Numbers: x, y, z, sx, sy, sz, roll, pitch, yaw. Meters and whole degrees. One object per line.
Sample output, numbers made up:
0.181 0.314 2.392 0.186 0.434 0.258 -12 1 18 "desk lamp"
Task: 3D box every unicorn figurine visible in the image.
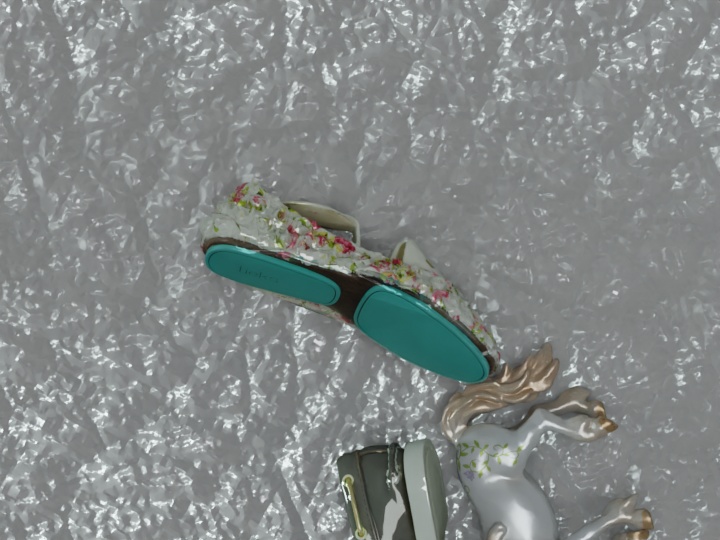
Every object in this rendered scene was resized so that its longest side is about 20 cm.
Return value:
0.104 0.155 1.322 0.137 0.074 0.200 -19 63 -4 "unicorn figurine"

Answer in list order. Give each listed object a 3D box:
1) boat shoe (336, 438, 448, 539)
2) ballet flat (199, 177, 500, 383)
0.026 0.204 1.327 0.060 0.072 0.202 -6 94 12 "boat shoe"
0.000 0.000 1.323 0.200 0.076 0.064 25 57 -7 "ballet flat"
